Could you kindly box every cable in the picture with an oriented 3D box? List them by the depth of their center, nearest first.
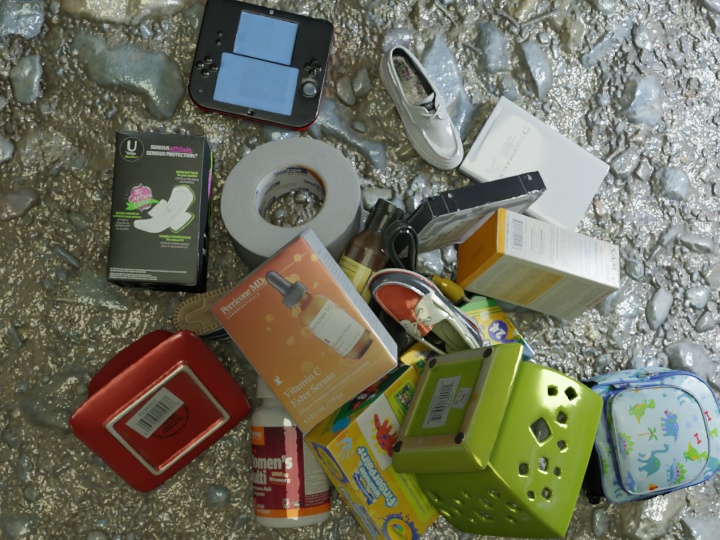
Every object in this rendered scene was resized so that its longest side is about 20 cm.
[{"bbox_3d":[0.071,0.010,1.240,0.096,0.051,0.201,-30,125,12],"label":"cable"}]

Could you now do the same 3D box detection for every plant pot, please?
[{"bbox_3d":[0.164,0.211,1.155,0.181,0.198,0.202,38,59,-24],"label":"plant pot"}]

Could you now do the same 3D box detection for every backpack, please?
[{"bbox_3d":[0.421,0.233,1.288,0.197,0.147,0.186,-10,88,-10],"label":"backpack"}]

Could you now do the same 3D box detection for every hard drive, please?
[{"bbox_3d":[0.149,-0.077,1.264,0.197,0.140,0.038,-14,72,-28],"label":"hard drive"},{"bbox_3d":[0.265,-0.156,1.370,0.198,0.025,0.133,32,82,-2],"label":"hard drive"}]

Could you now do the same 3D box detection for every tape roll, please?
[{"bbox_3d":[-0.095,-0.088,1.267,0.196,0.066,0.203,-3,62,5],"label":"tape roll"}]

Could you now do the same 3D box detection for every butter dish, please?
[{"bbox_3d":[-0.285,0.165,1.230,0.199,0.148,0.201,-37,133,-8],"label":"butter dish"}]

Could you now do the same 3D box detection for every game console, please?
[{"bbox_3d":[-0.148,-0.309,1.340,0.197,0.031,0.180,11,84,-5],"label":"game console"}]

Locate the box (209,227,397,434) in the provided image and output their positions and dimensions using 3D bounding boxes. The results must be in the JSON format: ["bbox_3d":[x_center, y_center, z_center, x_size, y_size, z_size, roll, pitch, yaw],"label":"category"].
[{"bbox_3d":[-0.068,0.074,1.144,0.152,0.106,0.201,-37,95,7],"label":"box"}]

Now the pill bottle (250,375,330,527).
[{"bbox_3d":[-0.098,0.246,1.251,0.108,0.110,0.204,-3,85,-6],"label":"pill bottle"}]

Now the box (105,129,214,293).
[{"bbox_3d":[-0.273,-0.077,1.244,0.122,0.149,0.204,3,85,-4],"label":"box"}]

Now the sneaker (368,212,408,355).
[{"bbox_3d":[0.049,0.022,1.313,0.104,0.060,0.202,40,58,-27],"label":"sneaker"}]

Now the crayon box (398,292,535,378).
[{"bbox_3d":[0.140,0.136,1.316,0.199,0.052,0.126,-39,89,-8],"label":"crayon box"}]

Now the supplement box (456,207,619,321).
[{"bbox_3d":[0.252,-0.006,1.279,0.197,0.126,0.075,16,60,-17],"label":"supplement box"}]

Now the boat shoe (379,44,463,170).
[{"bbox_3d":[0.095,-0.246,1.340,0.071,0.069,0.203,-24,87,-8],"label":"boat shoe"}]

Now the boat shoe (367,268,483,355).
[{"bbox_3d":[0.092,0.067,1.215,0.199,0.063,0.071,35,122,-26],"label":"boat shoe"}]

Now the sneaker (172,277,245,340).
[{"bbox_3d":[-0.154,0.051,1.258,0.197,0.109,0.071,-13,81,3],"label":"sneaker"}]

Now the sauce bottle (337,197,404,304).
[{"bbox_3d":[0.000,0.000,1.228,0.064,0.065,0.202,28,90,-2],"label":"sauce bottle"}]

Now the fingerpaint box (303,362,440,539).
[{"bbox_3d":[0.043,0.257,1.235,0.166,0.073,0.202,-40,110,-24],"label":"fingerpaint box"}]
